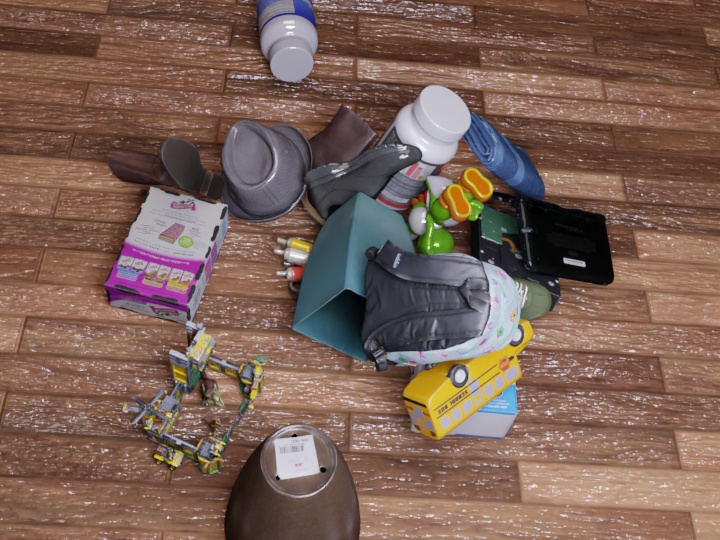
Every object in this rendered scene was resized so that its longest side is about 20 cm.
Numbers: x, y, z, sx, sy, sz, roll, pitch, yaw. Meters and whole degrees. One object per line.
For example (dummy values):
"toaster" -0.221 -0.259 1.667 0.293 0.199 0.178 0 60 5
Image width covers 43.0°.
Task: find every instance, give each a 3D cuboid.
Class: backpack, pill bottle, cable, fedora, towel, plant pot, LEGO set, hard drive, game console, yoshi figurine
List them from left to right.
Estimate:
"LEGO set" -0.218 0.168 1.265 0.152 0.117 0.201 27 56 13
"fedora" -0.170 -0.178 1.496 0.174 0.090 0.203 -24 58 10
"pill bottle" -0.137 -0.456 1.721 0.110 0.113 0.203 -4 56 -10
"plant pot" -0.082 0.279 1.152 0.183 0.202 0.190 3 54 -4
"cable" -0.041 -0.003 1.450 0.196 0.051 0.099 2 56 -6
"plant pot" 0.000 0.000 1.366 0.140 0.141 0.203 26 49 -28
"pill bottle" 0.090 -0.199 1.499 0.114 0.200 0.118 16 52 -21
"backpack" 0.105 0.044 1.183 0.197 0.126 0.171 -6 82 37
"yoshi figurine" 0.137 -0.073 1.448 0.110 0.200 0.114 13 68 -18
"towel" 0.242 -0.188 1.536 0.048 0.199 0.113 -40 55 18
"hard drive" 0.242 -0.025 1.454 0.137 0.038 0.201 21 33 -8
"game console" 0.296 -0.056 1.481 0.197 0.116 0.179 8 68 -34

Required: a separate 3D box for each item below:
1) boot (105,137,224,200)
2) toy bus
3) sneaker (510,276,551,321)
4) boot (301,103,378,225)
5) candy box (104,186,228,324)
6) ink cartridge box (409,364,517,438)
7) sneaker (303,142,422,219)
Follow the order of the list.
"boot" -0.335 -0.170 1.436 0.197 0.187 0.065 16 76 22
"toy bus" 0.152 0.139 1.244 0.198 0.079 0.065 -32 20 -25
"sneaker" 0.191 0.038 1.305 0.196 0.090 0.069 8 86 -11
"boot" -0.028 -0.162 1.505 0.167 0.072 0.200 -47 57 11
"candy box" -0.297 -0.025 1.427 0.134 0.061 0.203 14 55 3
"ink cartridge box" 0.148 0.134 1.354 0.143 0.085 0.203 5 54 -4
"sneaker" 0.010 -0.139 1.429 0.197 0.076 0.092 -19 85 22
